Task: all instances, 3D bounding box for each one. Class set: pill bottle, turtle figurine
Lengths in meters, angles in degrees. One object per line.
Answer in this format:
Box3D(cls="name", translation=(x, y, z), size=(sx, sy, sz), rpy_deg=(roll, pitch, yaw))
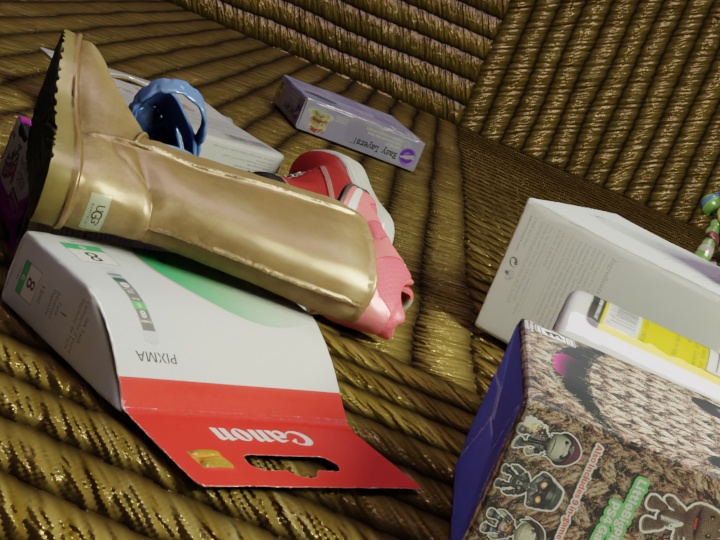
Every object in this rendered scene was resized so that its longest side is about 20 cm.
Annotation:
Box3D(cls="pill bottle", translation=(0.198, 0.101, 0.803), size=(0.199, 0.112, 0.111), rpy_deg=(25, 12, 9))
Box3D(cls="turtle figurine", translation=(0.555, -0.006, 2.007), size=(0.194, 0.200, 0.144), rpy_deg=(53, 3, 27))

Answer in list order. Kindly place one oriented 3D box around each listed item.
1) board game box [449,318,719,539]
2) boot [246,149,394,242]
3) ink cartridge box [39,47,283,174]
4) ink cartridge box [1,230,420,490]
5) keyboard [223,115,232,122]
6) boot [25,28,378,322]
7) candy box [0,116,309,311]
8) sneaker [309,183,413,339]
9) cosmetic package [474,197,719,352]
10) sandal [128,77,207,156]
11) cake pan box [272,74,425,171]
Box3D(cls="board game box", translation=(0.154, 0.122, 0.667), size=(0.199, 0.097, 0.159), rpy_deg=(23, 12, 1))
Box3D(cls="boot", translation=(-0.066, -0.073, 1.171), size=(0.143, 0.073, 0.200), rpy_deg=(16, 18, -24))
Box3D(cls="ink cartridge box", translation=(-0.200, -0.145, 1.281), size=(0.199, 0.045, 0.176), rpy_deg=(12, 17, -43))
Box3D(cls="ink cartridge box", translation=(-0.074, 0.046, 0.699), size=(0.160, 0.050, 0.200), rpy_deg=(10, 16, -46))
Box3D(cls="keyboard", translation=(-0.170, -0.166, 1.517), size=(0.056, 0.011, 0.200), rpy_deg=(25, 12, -14))
Box3D(cls="boot", translation=(-0.097, -0.054, 0.789), size=(0.199, 0.066, 0.176), rpy_deg=(17, 38, -24))
Box3D(cls="candy box", translation=(-0.135, -0.031, 0.878), size=(0.199, 0.061, 0.136), rpy_deg=(17, 14, -27))
Box3D(cls="sneaker", translation=(0.000, 0.000, 1.004), size=(0.087, 0.074, 0.200), rpy_deg=(33, 20, -9))
Box3D(cls="cosmetic package", translation=(0.240, 0.040, 1.112), size=(0.199, 0.124, 0.199), rpy_deg=(29, 13, 30))
Box3D(cls="sandal", translation=(-0.164, -0.104, 1.036), size=(0.079, 0.088, 0.200), rpy_deg=(15, -1, -25))
Box3D(cls="cake pan box", translation=(-0.016, -0.215, 1.907), size=(0.199, 0.053, 0.184), rpy_deg=(18, 15, -21))
